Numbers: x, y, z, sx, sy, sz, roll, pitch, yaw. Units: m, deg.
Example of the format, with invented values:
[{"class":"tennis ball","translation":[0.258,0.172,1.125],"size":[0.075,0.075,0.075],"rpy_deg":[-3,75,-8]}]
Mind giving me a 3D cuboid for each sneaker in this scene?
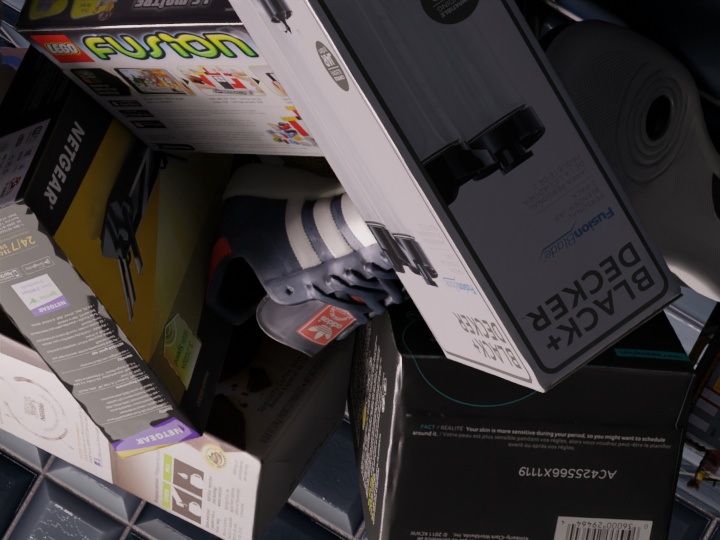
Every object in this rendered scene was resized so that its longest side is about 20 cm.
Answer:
[{"class":"sneaker","translation":[0.000,0.000,0.807],"size":[0.075,0.085,0.199],"rpy_deg":[32,161,-36]},{"class":"sneaker","translation":[0.088,-0.048,0.700],"size":[0.111,0.074,0.200],"rpy_deg":[25,174,38]}]

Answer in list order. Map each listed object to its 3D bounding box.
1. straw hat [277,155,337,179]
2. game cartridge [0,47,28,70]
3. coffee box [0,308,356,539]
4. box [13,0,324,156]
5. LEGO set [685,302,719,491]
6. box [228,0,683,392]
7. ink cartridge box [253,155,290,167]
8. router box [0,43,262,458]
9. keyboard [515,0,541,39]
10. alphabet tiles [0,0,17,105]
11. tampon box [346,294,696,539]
[{"class":"straw hat","translation":[-0.004,-0.080,0.874],"size":[0.200,0.086,0.201],"rpy_deg":[31,175,3]},{"class":"game cartridge","translation":[-0.181,-0.075,0.969],"size":[0.132,0.041,0.200],"rpy_deg":[30,-162,5]},{"class":"coffee box","translation":[-0.117,0.053,0.946],"size":[0.198,0.113,0.080],"rpy_deg":[23,135,15]},{"class":"box","translation":[-0.044,-0.091,0.749],"size":[0.198,0.035,0.110],"rpy_deg":[5,156,36]},{"class":"LEGO set","translation":[0.225,0.080,0.906],"size":[0.153,0.117,0.200],"rpy_deg":[31,176,-6]},{"class":"box","translation":[0.019,-0.062,0.593],"size":[0.201,0.060,0.117],"rpy_deg":[58,170,-11]},{"class":"ink cartridge box","translation":[-0.034,-0.082,1.045],"size":[0.199,0.085,0.145],"rpy_deg":[33,175,-17]},{"class":"router box","translation":[-0.118,-0.034,0.863],"size":[0.052,0.201,0.158],"rpy_deg":[-16,127,23]},{"class":"keyboard","translation":[-0.013,-0.141,0.716],"size":[0.199,0.021,0.127],"rpy_deg":[31,170,9]},{"class":"alphabet tiles","translation":[-0.210,-0.116,0.807],"size":[0.197,0.014,0.201],"rpy_deg":[-92,-24,-47]},{"class":"tampon box","translation":[0.075,0.060,0.905],"size":[0.148,0.128,0.200],"rpy_deg":[4,-157,-6]}]
